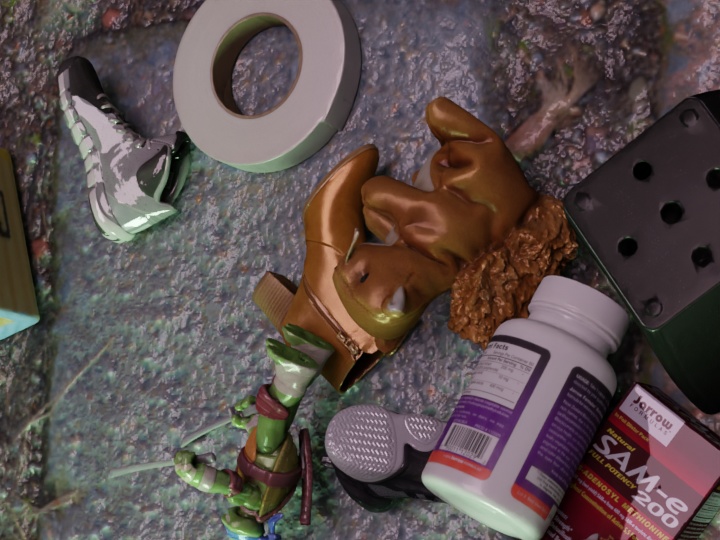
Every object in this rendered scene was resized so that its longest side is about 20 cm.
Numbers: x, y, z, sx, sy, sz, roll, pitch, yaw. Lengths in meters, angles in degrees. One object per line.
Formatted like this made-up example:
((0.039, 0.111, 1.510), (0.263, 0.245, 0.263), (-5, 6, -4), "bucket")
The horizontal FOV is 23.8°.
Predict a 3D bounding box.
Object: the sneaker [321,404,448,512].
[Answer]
((0.061, 0.175, 1.493), (0.199, 0.114, 0.076), (15, 67, -3), "sneaker")

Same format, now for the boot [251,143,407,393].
((-0.001, 0.000, 1.570), (0.144, 0.071, 0.201), (40, 106, 24), "boot")

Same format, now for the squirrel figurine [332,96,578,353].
((0.079, -0.008, 1.460), (0.200, 0.142, 0.187), (34, 64, 4), "squirrel figurine")

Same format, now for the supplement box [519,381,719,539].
((0.217, 0.204, 1.405), (0.109, 0.061, 0.200), (39, 99, 28), "supplement box")

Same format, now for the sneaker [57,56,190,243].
((-0.228, -0.137, 1.724), (0.115, 0.075, 0.201), (-21, 81, 19), "sneaker")

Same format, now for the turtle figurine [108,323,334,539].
((-0.117, 0.136, 1.533), (0.200, 0.144, 0.194), (38, 109, 37), "turtle figurine")

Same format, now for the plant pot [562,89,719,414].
((0.275, -0.030, 1.352), (0.199, 0.177, 0.200), (-38, 63, 17), "plant pot")

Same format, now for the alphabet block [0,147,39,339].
((-0.474, -0.022, 1.762), (0.195, 0.196, 0.201), (-23, 70, 22), "alphabet block")

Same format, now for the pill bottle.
((0.141, 0.110, 1.396), (0.111, 0.111, 0.200), (21, 75, 31), "pill bottle")

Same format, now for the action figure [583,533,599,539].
((0.179, 0.304, 1.319), (0.199, 0.105, 0.194), (8, 95, 30), "action figure")

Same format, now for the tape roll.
((-0.093, -0.196, 1.673), (0.202, 0.037, 0.204), (-7, 76, 29), "tape roll")
